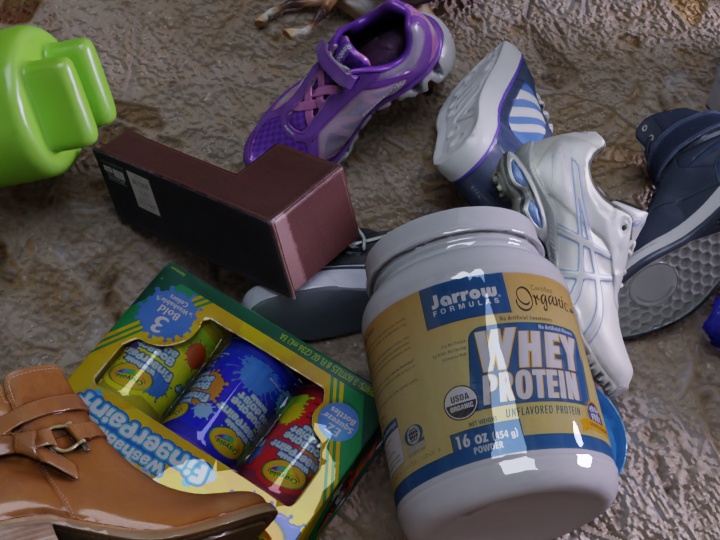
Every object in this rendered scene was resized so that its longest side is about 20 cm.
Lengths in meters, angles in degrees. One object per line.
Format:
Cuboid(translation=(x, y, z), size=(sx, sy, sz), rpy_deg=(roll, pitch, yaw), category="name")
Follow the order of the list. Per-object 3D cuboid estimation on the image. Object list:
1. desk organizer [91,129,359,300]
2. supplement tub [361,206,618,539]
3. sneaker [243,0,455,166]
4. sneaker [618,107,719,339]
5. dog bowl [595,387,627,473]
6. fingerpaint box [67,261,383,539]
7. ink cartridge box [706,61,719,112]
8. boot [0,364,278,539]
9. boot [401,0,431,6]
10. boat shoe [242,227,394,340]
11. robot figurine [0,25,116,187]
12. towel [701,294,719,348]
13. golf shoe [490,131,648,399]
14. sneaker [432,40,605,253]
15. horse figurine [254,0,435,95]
Cuboid(translation=(-0.101, -0.057, 1.098), size=(0.200, 0.072, 0.077), rpy_deg=(23, 51, 38), category="desk organizer")
Cuboid(translation=(0.080, 0.074, 0.975), size=(0.145, 0.145, 0.200), rpy_deg=(-7, 63, -10), category="supplement tub")
Cuboid(translation=(-0.018, -0.146, 1.169), size=(0.200, 0.088, 0.080), rpy_deg=(-40, 73, 2), category="sneaker")
Cuboid(translation=(0.239, -0.043, 1.169), size=(0.202, 0.077, 0.146), rpy_deg=(-40, 35, 5), category="sneaker")
Cuboid(translation=(0.104, 0.099, 1.079), size=(0.111, 0.050, 0.200), rpy_deg=(-33, 66, -23), category="dog bowl")
Cuboid(translation=(-0.103, 0.114, 1.034), size=(0.200, 0.073, 0.167), rpy_deg=(31, 61, 13), category="fingerpaint box")
Cuboid(translation=(0.381, -0.203, 1.206), size=(0.145, 0.200, 0.083), rpy_deg=(-27, 61, -21), category="ink cartridge box")
Cuboid(translation=(-0.164, 0.129, 0.925), size=(0.200, 0.077, 0.155), rpy_deg=(-13, 56, -27), category="boot")
Cuboid(translation=(0.092, -0.293, 1.264), size=(0.075, 0.097, 0.200), rpy_deg=(45, 42, 10), category="boot")
Cuboid(translation=(0.001, -0.002, 1.117), size=(0.199, 0.074, 0.068), rpy_deg=(-13, 58, -16), category="boat shoe")
Cuboid(translation=(-0.290, -0.119, 1.116), size=(0.200, 0.116, 0.175), rpy_deg=(-9, 27, 16), category="robot figurine")
Cuboid(translation=(0.378, 0.051, 1.141), size=(0.200, 0.050, 0.148), rpy_deg=(31, 54, 14), category="towel")
Cuboid(translation=(0.173, -0.006, 1.073), size=(0.097, 0.078, 0.200), rpy_deg=(-23, 97, 2), category="golf shoe")
Cuboid(translation=(0.138, -0.090, 1.197), size=(0.146, 0.081, 0.200), rpy_deg=(40, 32, -14), category="sneaker")
Cuboid(translation=(0.007, -0.217, 1.265), size=(0.200, 0.050, 0.133), rpy_deg=(39, 68, 19), category="horse figurine")
